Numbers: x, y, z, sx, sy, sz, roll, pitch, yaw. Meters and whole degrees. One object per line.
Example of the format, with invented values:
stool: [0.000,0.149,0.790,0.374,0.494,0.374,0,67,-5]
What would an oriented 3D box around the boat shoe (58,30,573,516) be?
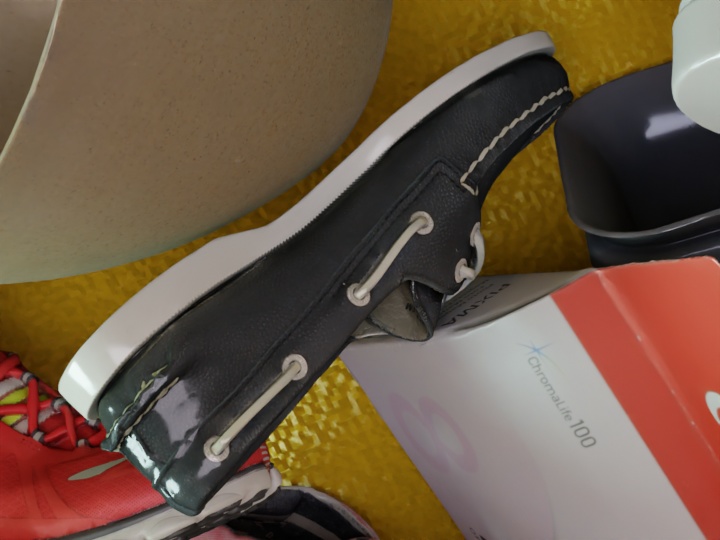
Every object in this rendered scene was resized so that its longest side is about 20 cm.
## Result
boat shoe: [0.000,0.000,0.842,0.200,0.076,0.060,-38,81,-21]

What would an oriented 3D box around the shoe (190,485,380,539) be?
shoe: [0.002,0.139,0.932,0.199,0.072,0.091,23,108,0]

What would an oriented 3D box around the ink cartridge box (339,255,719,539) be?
ink cartridge box: [0.085,0.075,0.850,0.057,0.200,0.163,-36,101,-15]

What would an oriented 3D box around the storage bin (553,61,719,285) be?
storage bin: [0.177,0.002,0.860,0.199,0.146,0.135,-17,114,7]

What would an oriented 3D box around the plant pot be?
plant pot: [-0.069,-0.086,0.832,0.134,0.200,0.201,11,108,-31]

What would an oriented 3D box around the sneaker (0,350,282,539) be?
sneaker: [-0.118,0.057,0.888,0.199,0.077,0.085,-5,95,32]

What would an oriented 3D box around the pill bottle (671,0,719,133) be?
pill bottle: [0.137,-0.142,0.789,0.112,0.112,0.201,5,74,2]
